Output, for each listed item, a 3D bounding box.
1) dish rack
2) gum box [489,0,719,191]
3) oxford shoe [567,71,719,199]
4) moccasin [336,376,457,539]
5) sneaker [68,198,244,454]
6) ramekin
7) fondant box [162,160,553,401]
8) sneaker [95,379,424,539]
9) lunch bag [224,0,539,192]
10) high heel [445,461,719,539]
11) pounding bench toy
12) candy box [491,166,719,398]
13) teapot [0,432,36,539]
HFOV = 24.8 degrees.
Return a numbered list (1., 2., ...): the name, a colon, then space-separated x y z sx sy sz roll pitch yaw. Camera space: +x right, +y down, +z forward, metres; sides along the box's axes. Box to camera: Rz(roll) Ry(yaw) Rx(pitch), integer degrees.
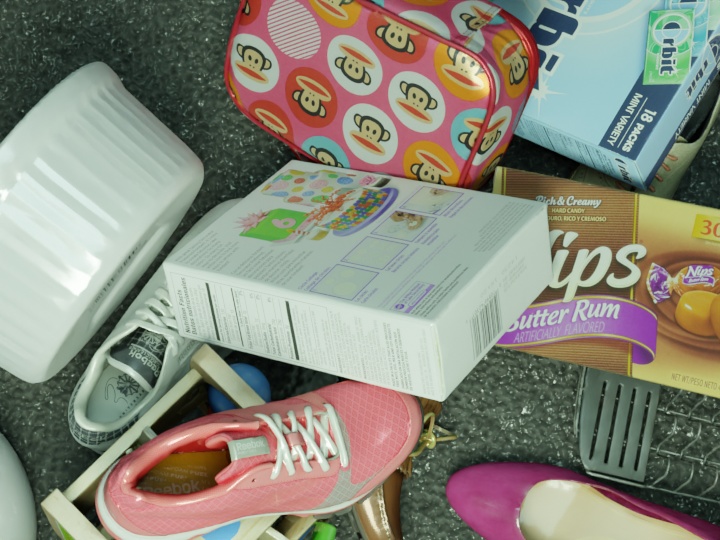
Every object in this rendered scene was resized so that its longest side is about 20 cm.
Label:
1. dish rack: 0.246 0.086 1.088 0.199 0.055 0.154 13 78 -1
2. gum box: 0.147 -0.168 1.111 0.200 0.045 0.170 28 78 29
3. oxford shoe: 0.186 -0.071 1.112 0.070 0.075 0.200 28 80 3
4. moccasin: 0.024 0.088 1.084 0.077 0.074 0.202 -1 68 8
5. sneaker: -0.122 0.035 1.086 0.076 0.081 0.200 31 78 7
6. ramekin: -0.187 -0.024 1.042 0.098 0.200 0.201 37 80 0
7. fondant box: 0.000 0.000 1.021 0.199 0.058 0.144 13 37 31
8. sneaker: -0.053 0.110 0.937 0.199 0.087 0.074 -17 76 -12
9. lunch bag: 0.007 -0.122 1.083 0.200 0.176 0.082 34 44 14
10. high heel: 0.153 0.162 1.052 0.199 0.096 0.068 14 78 2
11. pounding bench toy: -0.071 0.170 1.028 0.200 0.124 0.156 44 74 8
12. candy box: 0.174 0.008 1.054 0.199 0.056 0.117 13 92 21
13. teapot: -0.303 0.165 1.024 0.197 0.146 0.200 -34 81 -7
